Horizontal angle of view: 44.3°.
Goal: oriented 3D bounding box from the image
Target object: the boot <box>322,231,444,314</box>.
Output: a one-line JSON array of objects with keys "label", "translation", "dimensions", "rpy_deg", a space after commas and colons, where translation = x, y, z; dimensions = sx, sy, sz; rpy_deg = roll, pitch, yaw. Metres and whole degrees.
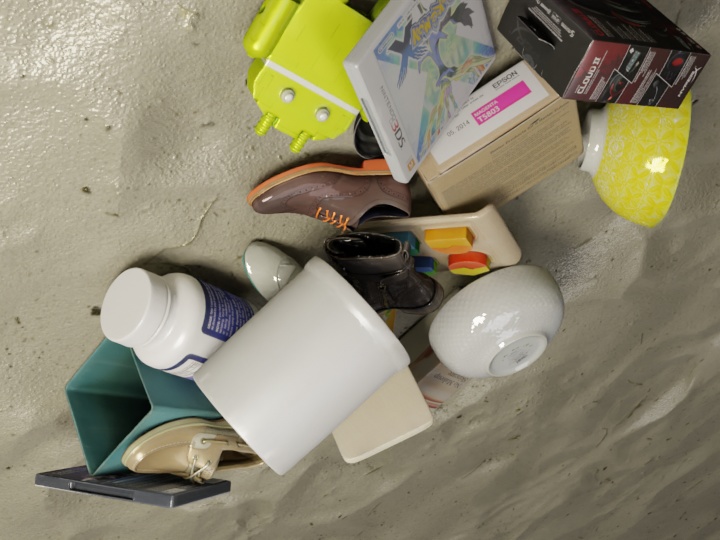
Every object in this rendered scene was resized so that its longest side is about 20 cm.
[{"label": "boot", "translation": [0.000, 0.000, 1.122], "dimensions": [0.199, 0.070, 0.174], "rpy_deg": [-5, 154, 28]}]

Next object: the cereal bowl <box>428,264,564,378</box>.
[{"label": "cereal bowl", "translation": [0.201, 0.087, 1.238], "dimensions": [0.199, 0.084, 0.201], "rpy_deg": [-18, 143, -14]}]

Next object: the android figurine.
[{"label": "android figurine", "translation": [-0.037, -0.215, 0.913], "dimensions": [0.182, 0.041, 0.200], "rpy_deg": [25, 110, -34]}]

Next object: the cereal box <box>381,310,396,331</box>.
[{"label": "cereal box", "translation": [-0.048, 0.093, 1.279], "dimensions": [0.199, 0.040, 0.144], "rpy_deg": [-12, 138, -18]}]

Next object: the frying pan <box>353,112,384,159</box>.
[{"label": "frying pan", "translation": [0.069, -0.187, 1.040], "dimensions": [0.189, 0.031, 0.115], "rpy_deg": [-19, 148, -29]}]

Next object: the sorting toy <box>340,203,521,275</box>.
[{"label": "sorting toy", "translation": [0.096, -0.026, 1.149], "dimensions": [0.199, 0.037, 0.185], "rpy_deg": [-8, 159, 20]}]

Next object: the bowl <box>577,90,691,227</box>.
[{"label": "bowl", "translation": [0.342, -0.161, 1.142], "dimensions": [0.107, 0.201, 0.201], "rpy_deg": [8, 138, 4]}]

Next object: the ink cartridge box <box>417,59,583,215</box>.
[{"label": "ink cartridge box", "translation": [0.166, -0.152, 1.082], "dimensions": [0.199, 0.075, 0.165], "rpy_deg": [-32, 153, 4]}]

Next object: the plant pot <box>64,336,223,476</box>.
[{"label": "plant pot", "translation": [-0.256, 0.179, 1.176], "dimensions": [0.141, 0.142, 0.200], "rpy_deg": [-45, 144, 21]}]

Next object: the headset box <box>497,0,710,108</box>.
[{"label": "headset box", "translation": [0.261, -0.255, 0.985], "dimensions": [0.199, 0.149, 0.075], "rpy_deg": [-2, 133, -29]}]

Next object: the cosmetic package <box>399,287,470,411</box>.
[{"label": "cosmetic package", "translation": [0.127, 0.132, 1.389], "dimensions": [0.200, 0.087, 0.103], "rpy_deg": [-44, 140, 20]}]

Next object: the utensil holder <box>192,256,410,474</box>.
[{"label": "utensil holder", "translation": [-0.070, 0.112, 1.031], "dimensions": [0.200, 0.170, 0.170], "rpy_deg": [-42, 143, -10]}]

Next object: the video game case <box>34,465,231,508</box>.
[{"label": "video game case", "translation": [-0.286, 0.270, 1.122], "dimensions": [0.199, 0.019, 0.143], "rpy_deg": [2, 175, 21]}]

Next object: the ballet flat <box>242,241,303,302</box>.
[{"label": "ballet flat", "translation": [-0.076, 0.034, 1.145], "dimensions": [0.069, 0.070, 0.200], "rpy_deg": [-30, 127, 3]}]

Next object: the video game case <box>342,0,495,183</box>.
[{"label": "video game case", "translation": [0.071, -0.222, 0.930], "dimensions": [0.200, 0.022, 0.183], "rpy_deg": [-55, 146, -18]}]

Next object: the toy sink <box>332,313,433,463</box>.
[{"label": "toy sink", "translation": [0.015, 0.179, 1.218], "dimensions": [0.130, 0.200, 0.112], "rpy_deg": [-25, 141, -4]}]

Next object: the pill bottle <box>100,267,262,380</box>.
[{"label": "pill bottle", "translation": [-0.212, 0.070, 1.090], "dimensions": [0.120, 0.120, 0.200], "rpy_deg": [-42, 140, 17]}]

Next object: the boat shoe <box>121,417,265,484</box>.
[{"label": "boat shoe", "translation": [-0.200, 0.229, 1.104], "dimensions": [0.199, 0.065, 0.072], "rpy_deg": [3, 135, -47]}]

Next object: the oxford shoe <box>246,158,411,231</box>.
[{"label": "oxford shoe", "translation": [-0.033, -0.083, 1.044], "dimensions": [0.199, 0.073, 0.071], "rpy_deg": [-9, 164, -12]}]
